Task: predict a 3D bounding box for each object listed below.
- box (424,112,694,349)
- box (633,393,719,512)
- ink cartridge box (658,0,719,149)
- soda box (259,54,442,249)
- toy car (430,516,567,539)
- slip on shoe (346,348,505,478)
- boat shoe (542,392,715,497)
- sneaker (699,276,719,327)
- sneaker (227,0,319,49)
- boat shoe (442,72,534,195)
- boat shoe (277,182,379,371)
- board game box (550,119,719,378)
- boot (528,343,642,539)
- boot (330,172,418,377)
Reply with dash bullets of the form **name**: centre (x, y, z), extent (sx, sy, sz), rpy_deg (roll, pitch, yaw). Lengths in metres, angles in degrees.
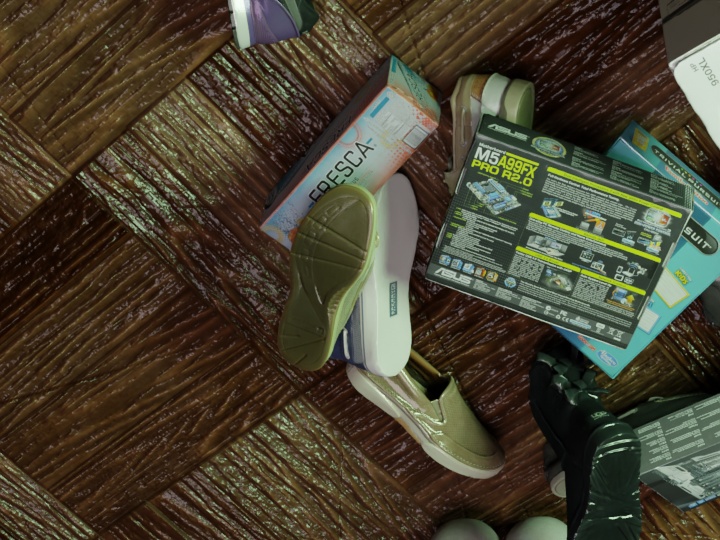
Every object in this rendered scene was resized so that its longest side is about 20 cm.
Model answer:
- **box**: centre (0.174, -0.033, 1.290), extent (0.199, 0.044, 0.161), rpy_deg (19, 123, 2)
- **box**: centre (0.377, 0.164, 1.423), extent (0.199, 0.050, 0.158), rpy_deg (-26, 149, 19)
- **ink cartridge box**: centre (0.315, -0.172, 1.183), extent (0.084, 0.200, 0.145), rpy_deg (-29, 114, 24)
- **soda box**: centre (-0.010, -0.102, 1.348), extent (0.063, 0.069, 0.200), rpy_deg (36, 119, -16)
- **toy car**: centre (0.160, 0.368, 1.583), extent (0.199, 0.176, 0.150), rpy_deg (-4, 158, 10)
- **slip on shoe**: centre (0.078, 0.137, 1.486), extent (0.200, 0.076, 0.061), rpy_deg (40, 121, -8)
- **boat shoe**: centre (0.272, 0.164, 1.484), extent (0.199, 0.057, 0.067), rpy_deg (-31, 141, 19)
- **sneaker**: centre (0.378, 0.029, 1.383), extent (0.200, 0.076, 0.091), rpy_deg (41, 125, -6)
- **sneaker**: centre (-0.081, -0.294, 1.251), extent (0.087, 0.076, 0.201), rpy_deg (-9, 125, -4)
- **boat shoe**: centre (0.115, -0.093, 1.343), extent (0.068, 0.075, 0.201), rpy_deg (17, 126, 19)
- **boat shoe**: centre (-0.025, 0.000, 1.352), extent (0.073, 0.063, 0.201), rpy_deg (22, 122, 13)
- **board game box**: centre (0.244, -0.016, 1.344), extent (0.151, 0.047, 0.200), rpy_deg (41, 126, 2)
- **boot**: centre (0.213, 0.184, 1.422), extent (0.073, 0.163, 0.199), rpy_deg (-8, 120, -14)
- **boot**: centre (0.000, 0.000, 1.411), extent (0.090, 0.073, 0.201), rpy_deg (13, 104, 41)
